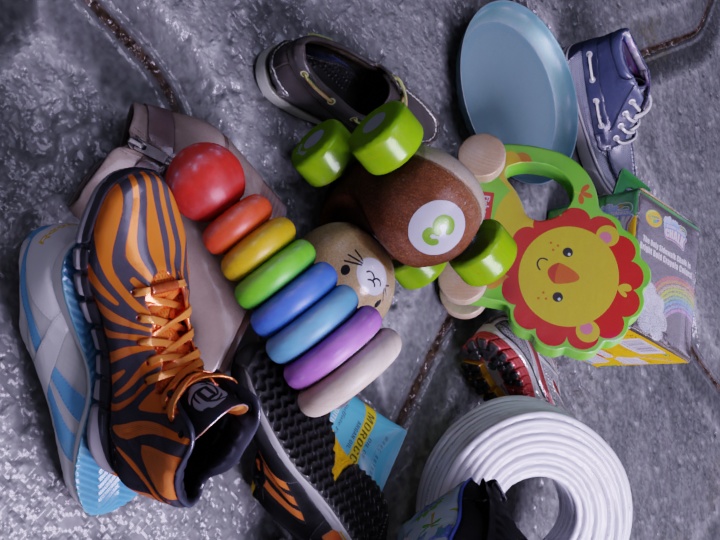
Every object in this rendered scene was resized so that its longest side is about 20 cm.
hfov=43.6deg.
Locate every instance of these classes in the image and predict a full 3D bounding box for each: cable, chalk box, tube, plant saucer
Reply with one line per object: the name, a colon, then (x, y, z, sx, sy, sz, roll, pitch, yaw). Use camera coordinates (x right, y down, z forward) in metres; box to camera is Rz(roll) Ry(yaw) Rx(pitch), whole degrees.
cable: (0.147, 0.219, 0.817, 0.199, 0.069, 0.201, -31, 98, -10)
chalk box: (0.283, -0.008, 0.986, 0.124, 0.123, 0.201, 25, 66, -35)
tube: (-0.035, 0.117, 0.738, 0.200, 0.050, 0.078, 44, 65, -33)
plant saucer: (0.167, -0.189, 0.975, 0.199, 0.027, 0.202, 8, 78, -40)

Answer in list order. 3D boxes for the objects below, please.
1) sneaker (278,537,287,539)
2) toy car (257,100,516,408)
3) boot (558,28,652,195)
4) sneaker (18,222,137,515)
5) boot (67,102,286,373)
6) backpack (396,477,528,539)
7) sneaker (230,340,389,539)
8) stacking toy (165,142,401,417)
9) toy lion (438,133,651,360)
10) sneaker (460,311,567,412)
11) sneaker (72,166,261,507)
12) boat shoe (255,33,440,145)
sneaker: (-0.054, 0.307, 0.669, 0.079, 0.071, 0.201, -17, 74, -5)
toy car: (0.000, 0.000, 0.716, 0.164, 0.157, 0.201, 46, 61, -27)
boot: (0.299, -0.175, 1.047, 0.073, 0.090, 0.201, -36, 107, -39)
sneaker: (-0.179, 0.065, 0.599, 0.076, 0.080, 0.202, -17, 114, -43)
boot: (-0.142, -0.016, 0.654, 0.146, 0.070, 0.201, 30, 66, -26)
backpack: (0.082, 0.278, 0.669, 0.183, 0.147, 0.200, 51, 12, 4)
sneaker: (-0.058, 0.146, 0.677, 0.201, 0.090, 0.070, 60, 32, -22)
stacking toy: (-0.061, -0.002, 0.620, 0.085, 0.085, 0.200, -38, 92, -38)
toy lion: (0.176, -0.020, 0.850, 0.069, 0.190, 0.201, 72, 26, -69)
sneaker: (0.179, 0.128, 0.902, 0.082, 0.078, 0.201, -47, 116, -41)
sneaker: (-0.106, 0.044, 0.526, 0.077, 0.112, 0.202, -17, 113, -44)
boat shoe: (0.004, -0.150, 0.801, 0.200, 0.060, 0.072, 15, 73, -39)
